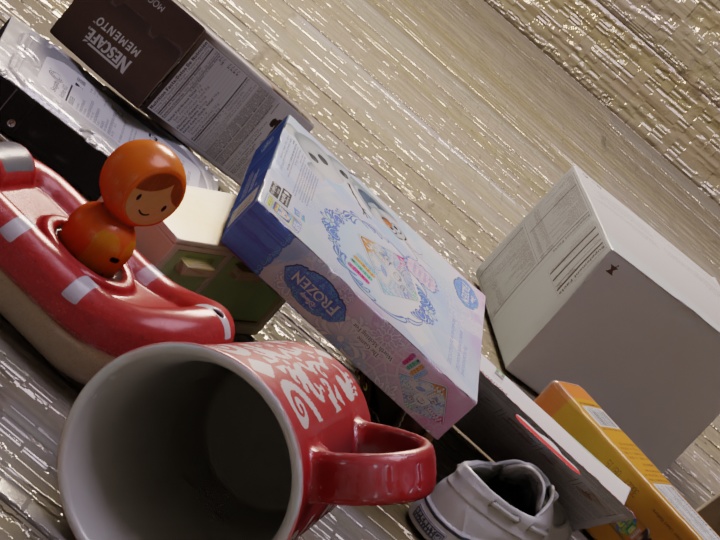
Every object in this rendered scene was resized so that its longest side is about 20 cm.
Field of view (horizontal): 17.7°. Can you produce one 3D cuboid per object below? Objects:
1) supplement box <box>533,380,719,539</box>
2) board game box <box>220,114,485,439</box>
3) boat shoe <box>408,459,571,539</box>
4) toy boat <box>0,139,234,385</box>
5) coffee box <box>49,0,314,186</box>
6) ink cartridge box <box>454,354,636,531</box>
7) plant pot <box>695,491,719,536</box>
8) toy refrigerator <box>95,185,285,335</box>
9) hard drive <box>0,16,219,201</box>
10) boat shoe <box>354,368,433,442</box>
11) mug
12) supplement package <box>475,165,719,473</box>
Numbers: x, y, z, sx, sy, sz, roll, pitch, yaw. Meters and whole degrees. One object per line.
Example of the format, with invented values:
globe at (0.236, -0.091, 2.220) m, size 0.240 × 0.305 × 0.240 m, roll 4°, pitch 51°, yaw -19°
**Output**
supplement box at (0.206, 0.180, 1.831) m, size 0.200 × 0.067 × 0.069 m, roll 50°, pitch 14°, yaw 24°
board game box at (0.000, 0.000, 1.585) m, size 0.199 × 0.043 × 0.200 m, roll 42°, pitch 18°, yaw -10°
boat shoe at (0.109, 0.168, 1.624) m, size 0.074 × 0.065 × 0.200 m, roll 47°, pitch 16°, yaw 21°
toy boat at (-0.151, -0.021, 1.375) m, size 0.200 × 0.131 × 0.130 m, roll 43°, pitch 15°, yaw 10°
coffee box at (-0.134, -0.148, 1.782) m, size 0.113 × 0.080 × 0.200 m, roll 42°, pitch 2°, yaw 30°
ink cartridge box at (0.134, 0.120, 1.701) m, size 0.161 × 0.050 × 0.200 m, roll 42°, pitch -14°, yaw 0°
plant pot at (0.392, 0.265, 1.853) m, size 0.177 × 0.200 × 0.200 m, roll 47°, pitch 10°, yaw -32°
toy refrigerator at (-0.110, -0.006, 1.546) m, size 0.070 × 0.076 × 0.200 m, roll 48°, pitch 16°, yaw 21°
hard drive at (-0.190, -0.096, 1.670) m, size 0.200 × 0.038 × 0.140 m, roll 38°, pitch 15°, yaw -13°
boat shoe at (0.027, 0.075, 1.679) m, size 0.070 × 0.071 × 0.200 m, roll 31°, pitch 15°, yaw -9°
mug at (-0.051, 0.111, 1.270) m, size 0.177 × 0.134 × 0.200 m, roll 30°, pitch 9°, yaw 11°
supplement package at (0.231, 0.045, 2.101) m, size 0.191 × 0.147 × 0.200 m, roll 37°, pitch 16°, yaw -18°
